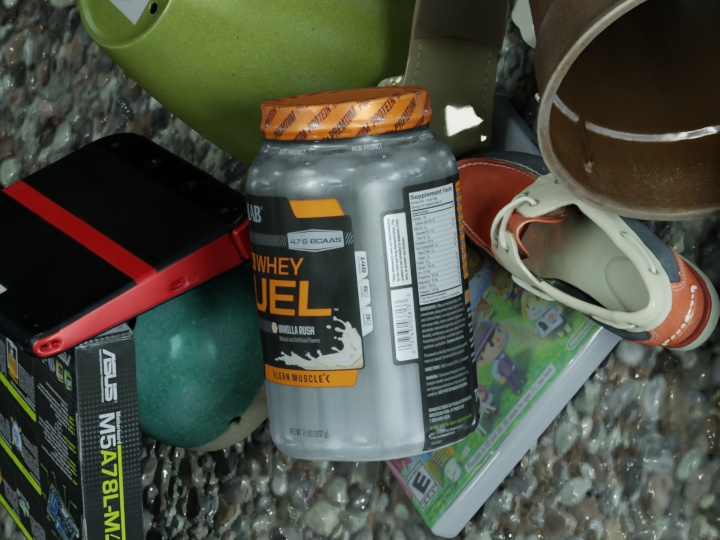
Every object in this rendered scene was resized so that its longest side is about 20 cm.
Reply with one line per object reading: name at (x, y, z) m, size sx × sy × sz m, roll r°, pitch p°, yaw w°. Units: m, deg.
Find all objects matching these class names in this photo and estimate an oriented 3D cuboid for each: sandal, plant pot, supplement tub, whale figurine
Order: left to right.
whale figurine at (-0.120, 0.019, 1.787) m, size 0.159 × 0.104 × 0.200 m, roll -45°, pitch 49°, yaw 26°
plant pot at (-0.069, -0.155, 1.721) m, size 0.187 × 0.200 × 0.188 m, roll -15°, pitch 68°, yaw 40°
supplement tub at (0.000, 0.000, 1.593) m, size 0.122 × 0.122 × 0.201 m, roll 1°, pitch 100°, yaw 44°
sandal at (0.042, -0.096, 1.672) m, size 0.070 × 0.077 × 0.212 m, roll -99°, pitch 22°, yaw -71°
plant pot at (0.171, -0.165, 1.515) m, size 0.200 × 0.200 × 0.199 m, roll -39°, pitch 46°, yaw 29°

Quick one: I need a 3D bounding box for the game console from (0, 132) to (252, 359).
game console at (-0.169, -0.017, 1.750) m, size 0.177 × 0.031 × 0.200 m, roll -31°, pitch 32°, yaw -21°

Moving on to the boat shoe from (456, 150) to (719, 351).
boat shoe at (0.111, -0.016, 1.571) m, size 0.200 × 0.062 × 0.071 m, roll 35°, pitch 104°, yaw 39°

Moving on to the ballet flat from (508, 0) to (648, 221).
ballet flat at (0.124, -0.116, 1.618) m, size 0.073 × 0.073 × 0.200 m, roll -35°, pitch 56°, yaw 32°

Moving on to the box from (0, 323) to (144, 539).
box at (-0.190, 0.094, 1.784) m, size 0.200 × 0.047 × 0.194 m, roll -141°, pitch 43°, yaw -58°

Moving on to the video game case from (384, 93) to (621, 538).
video game case at (0.065, 0.025, 1.665) m, size 0.200 × 0.022 × 0.182 m, roll -52°, pitch 48°, yaw 20°
